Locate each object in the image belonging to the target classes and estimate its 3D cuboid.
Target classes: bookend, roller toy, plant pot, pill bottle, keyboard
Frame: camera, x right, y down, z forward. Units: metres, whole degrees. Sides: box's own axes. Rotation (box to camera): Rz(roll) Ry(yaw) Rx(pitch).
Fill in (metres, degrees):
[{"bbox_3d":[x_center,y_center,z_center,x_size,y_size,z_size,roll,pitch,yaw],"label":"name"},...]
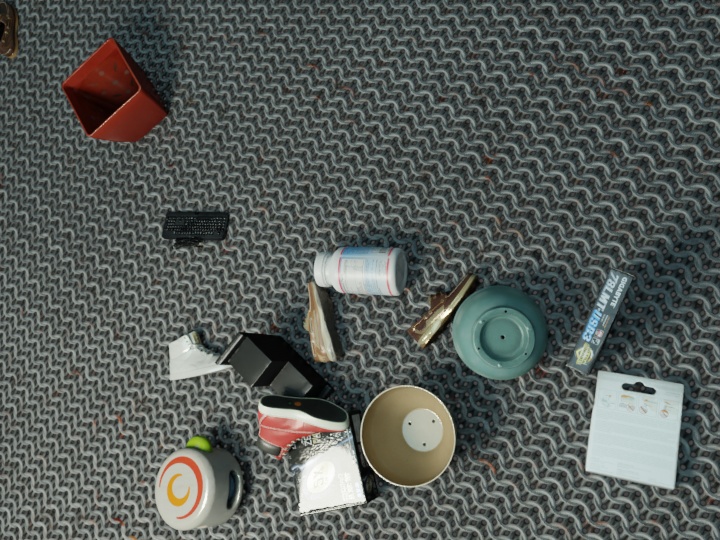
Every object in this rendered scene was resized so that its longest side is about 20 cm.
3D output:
[{"bbox_3d":[-0.190,0.241,1.403,0.200,0.199,0.092,40,96,20],"label":"bookend"},{"bbox_3d":[-0.378,0.515,1.462,0.200,0.140,0.182,-49,58,10],"label":"roller toy"},{"bbox_3d":[-0.656,-0.471,1.702,0.200,0.176,0.200,-37,72,11],"label":"plant pot"},{"bbox_3d":[0.287,0.132,1.255,0.200,0.134,0.201,0,90,9],"label":"plant pot"},{"bbox_3d":[0.000,0.000,1.419,0.200,0.109,0.109,2,82,21],"label":"pill bottle"},{"bbox_3d":[0.116,0.342,1.308,0.200,0.134,0.201,-3,81,20],"label":"plant pot"},{"bbox_3d":[-0.447,-0.109,1.641,0.200,0.040,0.104,1,81,21],"label":"keyboard"}]

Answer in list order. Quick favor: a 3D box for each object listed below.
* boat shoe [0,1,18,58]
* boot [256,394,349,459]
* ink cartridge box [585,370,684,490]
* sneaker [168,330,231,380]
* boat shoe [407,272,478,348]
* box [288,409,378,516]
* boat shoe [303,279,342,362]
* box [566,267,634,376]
[{"bbox_3d":[-1.156,-0.791,1.997,0.070,0.070,0.200,-19,74,18],"label":"boat shoe"},{"bbox_3d":[-0.127,0.355,1.349,0.200,0.072,0.145,8,112,4],"label":"boot"},{"bbox_3d":[0.536,0.310,1.210,0.160,0.047,0.200,7,79,22],"label":"ink cartridge box"},{"bbox_3d":[-0.403,0.207,1.556,0.200,0.074,0.116,-12,81,20],"label":"sneaker"},{"bbox_3d":[0.179,0.076,1.364,0.072,0.072,0.200,41,101,22],"label":"boat shoe"},{"bbox_3d":[-0.066,0.429,1.388,0.163,0.086,0.200,-16,76,18],"label":"box"},{"bbox_3d":[-0.102,0.122,1.458,0.072,0.076,0.200,-18,74,19],"label":"boat shoe"},{"bbox_3d":[0.457,0.104,1.184,0.050,0.198,0.200,23,89,20],"label":"box"}]
